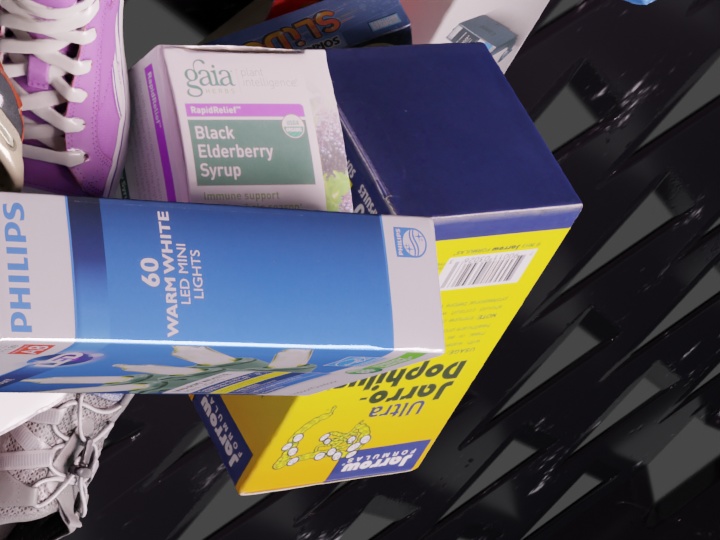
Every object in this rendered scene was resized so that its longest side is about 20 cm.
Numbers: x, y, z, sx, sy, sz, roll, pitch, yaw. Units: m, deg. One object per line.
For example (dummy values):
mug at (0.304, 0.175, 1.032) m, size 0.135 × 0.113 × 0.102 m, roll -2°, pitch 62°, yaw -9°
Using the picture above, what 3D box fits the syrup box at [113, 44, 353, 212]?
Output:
syrup box at (-0.088, -0.027, 1.289) m, size 0.079 × 0.082 × 0.200 m, roll -2°, pitch 165°, yaw -31°

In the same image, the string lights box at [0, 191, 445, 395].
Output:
string lights box at (-0.078, 0.011, 1.158) m, size 0.200 × 0.059 × 0.103 m, roll 2°, pitch 167°, yaw -35°

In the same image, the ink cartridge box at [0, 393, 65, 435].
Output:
ink cartridge box at (-0.228, 0.052, 1.309) m, size 0.146 × 0.085 × 0.200 m, roll -29°, pitch -170°, yaw -23°

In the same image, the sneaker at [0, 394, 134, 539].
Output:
sneaker at (-0.146, 0.089, 1.467) m, size 0.075 × 0.082 × 0.200 m, roll 12°, pitch 122°, yaw -44°

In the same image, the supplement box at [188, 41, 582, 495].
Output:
supplement box at (0.000, 0.000, 1.422) m, size 0.109 × 0.109 × 0.200 m, roll -6°, pitch 142°, yaw -34°

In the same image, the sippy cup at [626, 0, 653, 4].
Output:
sippy cup at (0.095, -0.183, 1.255) m, size 0.178 × 0.130 × 0.140 m, roll -50°, pitch 170°, yaw -28°

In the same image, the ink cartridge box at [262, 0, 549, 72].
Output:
ink cartridge box at (0.010, -0.103, 1.553) m, size 0.176 × 0.045 × 0.200 m, roll -26°, pitch 160°, yaw -33°

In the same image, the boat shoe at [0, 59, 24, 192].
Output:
boat shoe at (-0.199, -0.081, 1.058) m, size 0.071 × 0.063 × 0.200 m, roll -39°, pitch 137°, yaw 23°

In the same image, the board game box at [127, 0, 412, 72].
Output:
board game box at (-0.069, -0.059, 1.476) m, size 0.200 × 0.034 × 0.135 m, roll -21°, pitch 148°, yaw -9°

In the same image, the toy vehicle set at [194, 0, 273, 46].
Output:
toy vehicle set at (-0.065, -0.092, 1.564) m, size 0.200 × 0.027 × 0.124 m, roll -38°, pitch 165°, yaw -8°

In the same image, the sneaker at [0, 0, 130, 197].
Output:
sneaker at (-0.127, -0.093, 1.159) m, size 0.114 × 0.073 × 0.201 m, roll -73°, pitch 171°, yaw -79°
